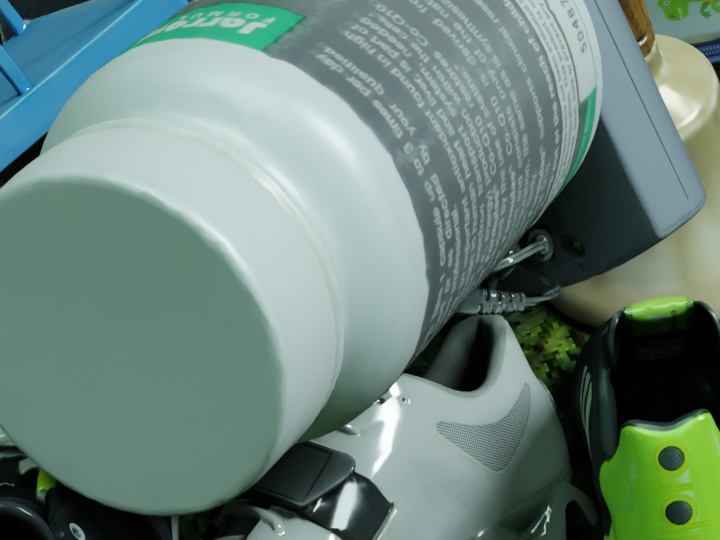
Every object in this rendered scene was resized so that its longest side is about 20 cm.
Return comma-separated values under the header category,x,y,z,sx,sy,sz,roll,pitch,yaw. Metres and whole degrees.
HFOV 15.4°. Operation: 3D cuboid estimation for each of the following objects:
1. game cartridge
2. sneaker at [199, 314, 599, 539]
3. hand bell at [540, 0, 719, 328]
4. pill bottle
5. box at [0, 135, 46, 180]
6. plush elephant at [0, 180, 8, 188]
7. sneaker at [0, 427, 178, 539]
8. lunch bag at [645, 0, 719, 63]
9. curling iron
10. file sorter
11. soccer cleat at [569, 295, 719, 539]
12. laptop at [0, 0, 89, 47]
category,x,y,z,sx,sy,sz,roll,pitch,yaw
game cartridge,0.022,-0.054,0.876,0.041,0.134,0.200,-34,19,-33
sneaker,-0.016,0.071,0.788,0.074,0.089,0.200,-8,13,46
hand bell,0.083,-0.082,0.863,0.104,0.200,0.104,-10,47,11
pill bottle,-0.018,-0.023,0.720,0.113,0.114,0.200,7,28,23
box,-0.146,-0.108,1.049,0.100,0.075,0.200,-21,45,-1
plush elephant,-0.111,0.063,0.831,0.199,0.165,0.155,-6,52,20
sneaker,-0.081,0.067,0.694,0.071,0.083,0.201,-18,59,-3
lunch bag,0.090,-0.162,1.012,0.160,0.083,0.201,-10,48,8
curling iron,0.000,0.000,0.887,0.049,0.026,0.200,-11,7,-32
file sorter,-0.180,-0.057,0.795,0.200,0.123,0.139,-43,15,-18
soccer cleat,0.095,0.038,0.797,0.067,0.081,0.200,-8,19,5
laptop,-0.099,-0.143,1.020,0.177,0.104,0.200,1,17,-38
